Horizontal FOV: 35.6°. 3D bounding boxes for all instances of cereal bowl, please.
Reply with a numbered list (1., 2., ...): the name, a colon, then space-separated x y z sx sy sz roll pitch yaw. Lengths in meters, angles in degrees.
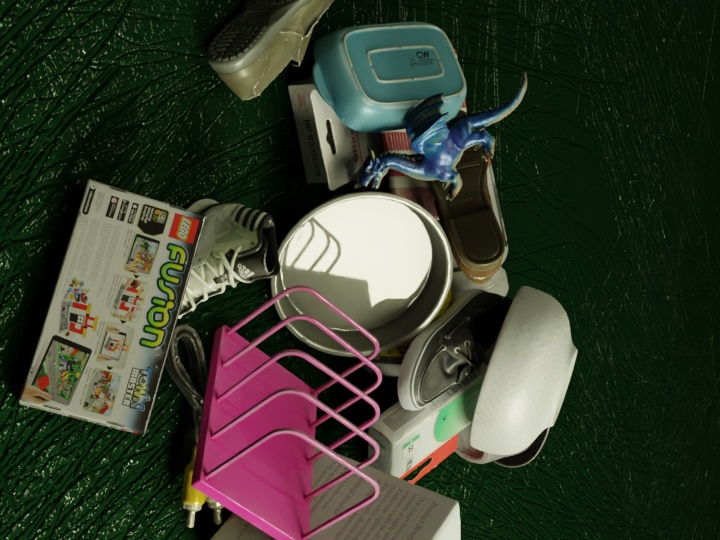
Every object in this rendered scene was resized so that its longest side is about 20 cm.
1. cereal bowl: 0.196 0.123 1.291 0.200 0.083 0.200 18 90 -75

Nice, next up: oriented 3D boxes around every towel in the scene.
1. towel: 0.073 -0.156 1.278 0.144 0.023 0.200 -6 87 -45

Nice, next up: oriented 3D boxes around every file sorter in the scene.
1. file sorter: -0.059 0.134 1.079 0.139 0.125 0.200 39 32 -28

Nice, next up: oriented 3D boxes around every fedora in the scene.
1. fedora: 0.159 0.170 1.452 0.090 0.177 0.200 -17 120 -37

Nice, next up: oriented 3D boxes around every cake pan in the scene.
1. cake pan: 0.000 0.000 1.219 0.037 0.200 0.200 -112 180 -60

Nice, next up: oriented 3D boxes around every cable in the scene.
1. cable: -0.147 0.148 1.110 0.097 0.050 0.200 -14 105 -51

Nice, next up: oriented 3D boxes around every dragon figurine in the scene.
1. dragon figurine: 0.083 -0.142 1.160 0.099 0.200 0.059 35 23 -22

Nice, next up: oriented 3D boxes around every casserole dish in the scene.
1. casserole dish: 0.040 -0.214 1.204 0.200 0.039 0.121 -13 78 -37

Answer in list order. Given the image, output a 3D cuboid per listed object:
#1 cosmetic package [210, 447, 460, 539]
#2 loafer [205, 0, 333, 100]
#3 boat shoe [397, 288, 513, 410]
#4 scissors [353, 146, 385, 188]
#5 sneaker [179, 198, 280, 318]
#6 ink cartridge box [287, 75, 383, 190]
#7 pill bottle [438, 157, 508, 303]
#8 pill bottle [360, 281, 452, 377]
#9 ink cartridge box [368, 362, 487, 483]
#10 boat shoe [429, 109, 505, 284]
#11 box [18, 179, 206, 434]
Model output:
1. cosmetic package: -0.021 0.310 1.145 0.167 0.200 0.167 -46 144 -42
2. loafer: -0.088 -0.249 1.160 0.200 0.075 0.070 -51 143 -33
3. boat shoe: 0.115 0.089 1.268 0.200 0.066 0.070 -41 124 -43
4. scissors: 0.040 -0.155 1.269 0.200 0.014 0.073 -33 119 -48
5. sneaker: -0.150 0.000 1.042 0.201 0.115 0.076 -53 133 -38
6. ink cartridge box: -0.013 -0.169 1.261 0.200 0.068 0.115 -32 117 -50
7. pill bottle: 0.123 -0.055 1.419 0.116 0.116 0.200 -41 124 -45
8. pill bottle: 0.051 0.018 1.328 0.112 0.112 0.200 -13 102 -53
9. ink cartridge box: 0.081 0.211 1.340 0.161 0.050 0.200 -33 142 -27
10. boat shoe: 0.110 -0.081 1.243 0.068 0.072 0.200 90 -6 -66
11. box: -0.214 0.032 0.973 0.110 0.035 0.200 18 75 -13
